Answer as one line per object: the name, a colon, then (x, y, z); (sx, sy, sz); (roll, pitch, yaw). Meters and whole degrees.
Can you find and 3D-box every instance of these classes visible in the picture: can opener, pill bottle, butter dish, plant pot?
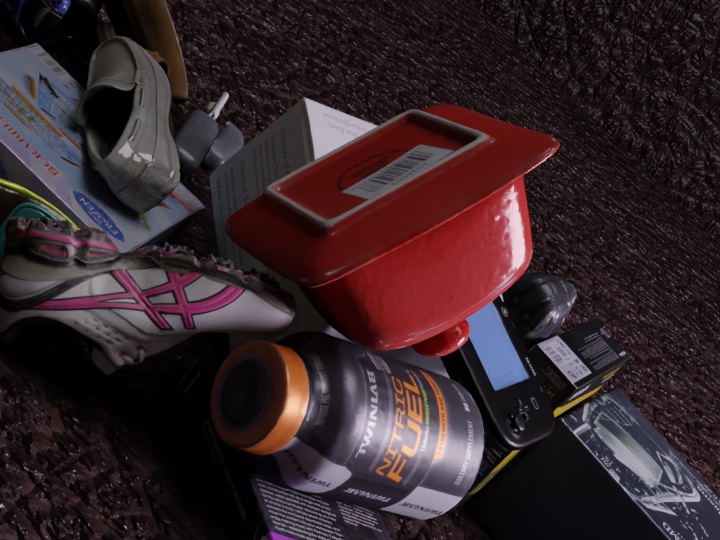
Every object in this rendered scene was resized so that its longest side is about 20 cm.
can opener: (-0.142, -0.110, 1.482); (0.067, 0.053, 0.200); (38, 21, -11)
pill bottle: (-0.011, 0.104, 1.102); (0.199, 0.106, 0.107); (22, 28, -47)
butter dish: (0.034, -0.010, 1.105); (0.199, 0.198, 0.149); (30, -34, 64)
plant pot: (-0.214, -0.247, 1.514); (0.201, 0.027, 0.201); (59, -16, 28)

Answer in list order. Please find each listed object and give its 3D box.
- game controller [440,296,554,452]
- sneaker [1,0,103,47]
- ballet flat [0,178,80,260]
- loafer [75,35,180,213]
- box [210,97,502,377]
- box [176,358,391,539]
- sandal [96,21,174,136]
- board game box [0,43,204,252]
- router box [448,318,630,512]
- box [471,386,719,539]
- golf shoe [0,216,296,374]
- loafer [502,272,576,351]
game controller: (0.085, 0.040, 1.218); (0.104, 0.042, 0.202); (-15, 77, -51)
sneaker: (-0.304, -0.267, 1.442); (0.199, 0.081, 0.116); (33, 19, -33)
ballet flat: (-0.249, -0.036, 1.098); (0.199, 0.067, 0.067); (36, 6, -17)
loafer: (-0.189, -0.128, 1.269); (0.070, 0.070, 0.201); (40, 17, -39)
box: (0.000, 0.000, 1.295); (0.197, 0.130, 0.202); (17, 53, -40)
box: (-0.044, 0.160, 1.134); (0.142, 0.036, 0.201); (27, 26, -41)
sandal: (-0.188, -0.163, 1.417); (0.200, 0.054, 0.083); (-133, -151, -58)
board game box: (-0.234, -0.087, 1.261); (0.200, 0.041, 0.200); (44, 18, 1)
router box: (0.144, 0.122, 1.405); (0.052, 0.157, 0.200); (47, 20, 12)
box: (0.228, 0.225, 1.413); (0.200, 0.124, 0.196); (48, 21, 13)
golf shoe: (-0.142, 0.025, 1.063); (0.197, 0.093, 0.073); (11, 1, -9)
loafer: (0.102, 0.066, 1.374); (0.070, 0.200, 0.069); (-4, 64, -53)
